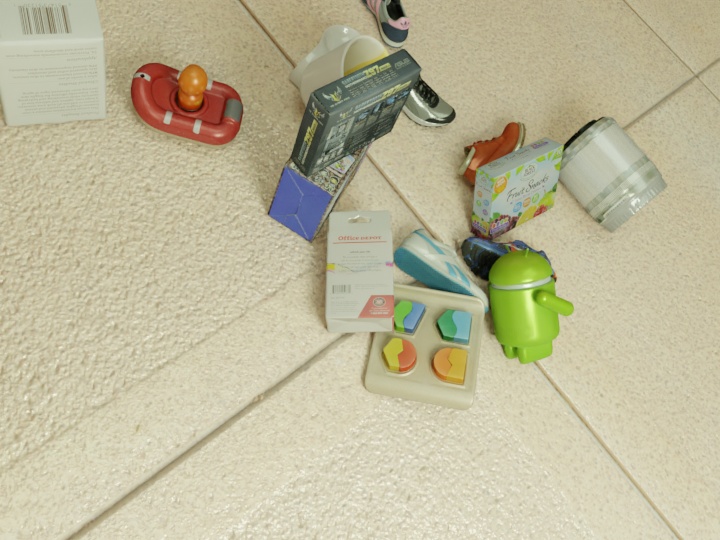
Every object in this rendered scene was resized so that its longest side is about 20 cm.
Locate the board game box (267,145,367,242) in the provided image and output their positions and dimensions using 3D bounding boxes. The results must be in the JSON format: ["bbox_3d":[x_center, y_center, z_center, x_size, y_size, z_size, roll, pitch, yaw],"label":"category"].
[{"bbox_3d":[-0.062,-0.181,1.247,0.096,0.160,0.202,31,57,-2],"label":"board game box"}]

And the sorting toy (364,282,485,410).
[{"bbox_3d":[0.111,0.121,1.196,0.181,0.037,0.203,9,61,7],"label":"sorting toy"}]

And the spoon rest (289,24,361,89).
[{"bbox_3d":[-0.060,-0.439,1.440,0.099,0.061,0.200,42,59,5],"label":"spoon rest"}]

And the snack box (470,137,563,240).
[{"bbox_3d":[0.304,-0.159,1.378,0.198,0.144,0.053,-27,43,-29],"label":"snack box"}]

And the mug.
[{"bbox_3d":[-0.025,-0.337,1.347,0.187,0.151,0.151,50,56,-34],"label":"mug"}]

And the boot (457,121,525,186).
[{"bbox_3d":[0.271,-0.248,1.457,0.106,0.075,0.202,29,59,2],"label":"boot"}]

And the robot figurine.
[{"bbox_3d":[0.288,0.057,1.254,0.114,0.175,0.204,-12,99,-19],"label":"robot figurine"}]

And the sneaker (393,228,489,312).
[{"bbox_3d":[0.158,0.003,1.284,0.199,0.077,0.081,40,52,0],"label":"sneaker"}]

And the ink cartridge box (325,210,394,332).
[{"bbox_3d":[0.000,0.000,1.213,0.114,0.068,0.203,-1,63,3],"label":"ink cartridge box"}]

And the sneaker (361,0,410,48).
[{"bbox_3d":[0.057,-0.588,1.545,0.069,0.082,0.202,-18,71,-26],"label":"sneaker"}]

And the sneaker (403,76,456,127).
[{"bbox_3d":[0.111,-0.365,1.453,0.198,0.080,0.075,31,56,-4],"label":"sneaker"}]

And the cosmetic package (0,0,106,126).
[{"bbox_3d":[-0.512,-0.367,1.154,0.165,0.200,0.169,-10,68,-24],"label":"cosmetic package"}]

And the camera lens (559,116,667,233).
[{"bbox_3d":[0.509,-0.201,1.464,0.159,0.160,0.201,-32,78,-30],"label":"camera lens"}]

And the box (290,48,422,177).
[{"bbox_3d":[-0.008,-0.247,1.114,0.199,0.158,0.051,-35,78,-30],"label":"box"}]

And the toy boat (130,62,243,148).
[{"bbox_3d":[-0.300,-0.308,1.243,0.196,0.131,0.133,13,60,-13],"label":"toy boat"}]

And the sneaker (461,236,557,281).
[{"bbox_3d":[0.279,-0.023,1.352,0.197,0.076,0.079,19,47,-17],"label":"sneaker"}]
